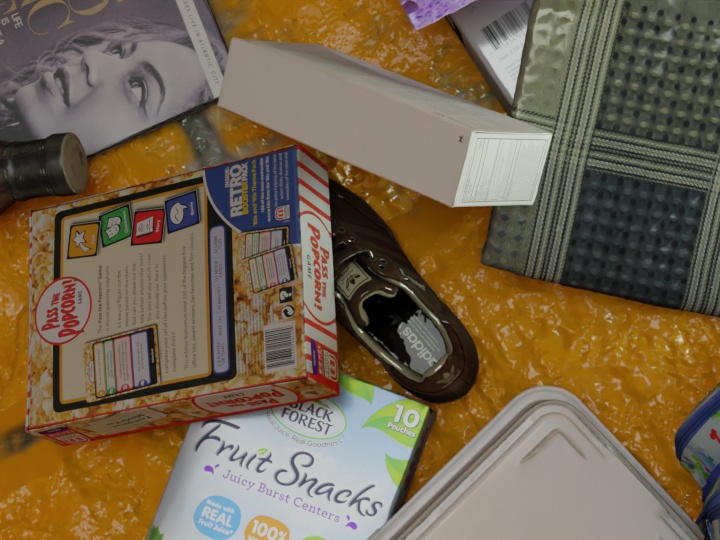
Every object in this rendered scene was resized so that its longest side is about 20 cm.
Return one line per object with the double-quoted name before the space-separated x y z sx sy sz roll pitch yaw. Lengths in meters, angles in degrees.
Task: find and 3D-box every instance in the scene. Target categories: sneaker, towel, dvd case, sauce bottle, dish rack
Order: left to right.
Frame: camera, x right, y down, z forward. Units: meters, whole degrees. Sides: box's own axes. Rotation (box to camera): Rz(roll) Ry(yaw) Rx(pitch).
"sauce bottle" -0.276 -0.057 1.150 0.199 0.066 0.066 -7 80 14
"dvd case" -0.196 -0.149 1.188 0.199 0.016 0.149 -23 78 4
"sneaker" 0.000 0.000 1.106 0.200 0.076 0.070 43 89 12
"dish rack" 0.103 0.186 1.053 0.200 0.044 0.172 -43 90 -8
"towel" 0.183 -0.080 1.077 0.192 0.035 0.201 12 101 -3

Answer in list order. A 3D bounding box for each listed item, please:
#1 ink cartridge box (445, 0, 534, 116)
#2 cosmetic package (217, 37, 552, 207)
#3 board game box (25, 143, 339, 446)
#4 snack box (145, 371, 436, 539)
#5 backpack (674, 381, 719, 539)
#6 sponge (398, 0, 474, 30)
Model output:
"ink cartridge box" 0.097 -0.205 1.128 0.116 0.067 0.200 -32 79 3
"cosmetic package" 0.011 -0.091 1.073 0.200 0.082 0.051 26 107 37
"board game box" -0.114 0.018 1.095 0.199 0.046 0.152 -11 68 22
"snack box" -0.053 0.156 1.101 0.142 0.053 0.201 20 84 10
"backpack" 0.268 0.104 0.985 0.183 0.200 0.147 -38 78 -1
"sponge" 0.101 -0.231 1.060 0.199 0.030 0.112 -25 52 5
